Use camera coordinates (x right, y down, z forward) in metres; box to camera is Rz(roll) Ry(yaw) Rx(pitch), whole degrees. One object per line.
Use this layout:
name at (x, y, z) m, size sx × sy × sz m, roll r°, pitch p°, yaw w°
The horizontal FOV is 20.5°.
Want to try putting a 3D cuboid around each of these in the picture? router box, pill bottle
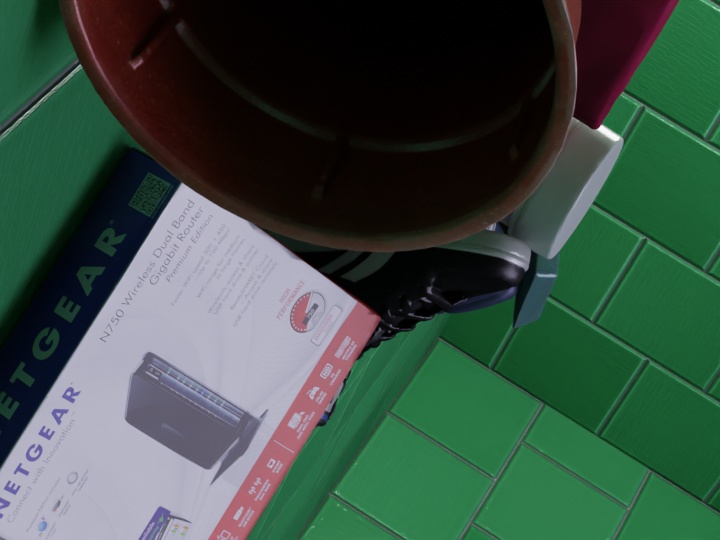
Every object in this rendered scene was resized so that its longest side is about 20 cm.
router box at (-0.103, 0.066, 1.032) m, size 0.179 × 0.049 × 0.200 m, roll 36°, pitch 84°, yaw -47°
pill bottle at (0.046, -0.092, 1.155) m, size 0.111 × 0.200 × 0.111 m, roll -55°, pitch 170°, yaw -15°

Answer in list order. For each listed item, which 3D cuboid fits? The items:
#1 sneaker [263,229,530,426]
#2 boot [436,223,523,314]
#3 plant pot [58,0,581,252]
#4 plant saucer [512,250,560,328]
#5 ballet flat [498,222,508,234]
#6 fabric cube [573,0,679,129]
sneaker at (0.003, 0.035, 1.145) m, size 0.073 × 0.200 × 0.112 m, roll 27°, pitch 66°, yaw -57°
boot at (0.000, 0.000, 1.260) m, size 0.090 × 0.199 × 0.073 m, roll 52°, pitch 40°, yaw -51°
plant pot at (0.013, -0.146, 0.781) m, size 0.195 × 0.200 × 0.201 m, roll -63°, pitch 178°, yaw -43°
plant saucer at (0.123, -0.061, 1.310) m, size 0.070 × 0.019 × 0.200 m, roll 104°, pitch -3°, yaw -57°
ballet flat at (0.083, -0.058, 1.264) m, size 0.200 × 0.065 × 0.071 m, roll 104°, pitch -7°, yaw -48°
fabric cube at (0.104, -0.230, 1.001) m, size 0.200 × 0.196 × 0.199 m, roll -57°, pitch 175°, yaw -21°
